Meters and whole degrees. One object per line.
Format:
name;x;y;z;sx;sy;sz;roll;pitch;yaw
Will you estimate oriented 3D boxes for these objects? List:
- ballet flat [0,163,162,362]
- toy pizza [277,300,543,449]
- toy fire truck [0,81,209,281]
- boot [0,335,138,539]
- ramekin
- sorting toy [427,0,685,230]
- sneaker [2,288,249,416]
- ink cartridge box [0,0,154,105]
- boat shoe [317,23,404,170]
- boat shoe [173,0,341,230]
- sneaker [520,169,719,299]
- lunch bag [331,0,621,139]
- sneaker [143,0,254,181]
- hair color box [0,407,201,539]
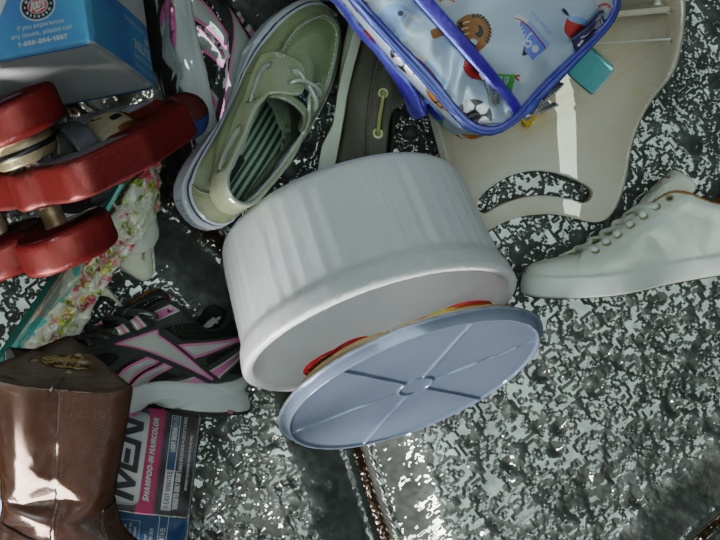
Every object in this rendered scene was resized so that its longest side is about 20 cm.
ballet flat;-0.189;0.005;1.225;0.064;0.076;0.200;32;98;-15
toy pizza;0.034;0.069;1.193;0.199;0.200;0.032;-20;67;-5
toy fire truck;-0.191;-0.077;1.123;0.168;0.200;0.113;-33;107;-36
boot;-0.157;0.145;1.115;0.185;0.064;0.201;4;111;-7
ramekin;0.000;0.000;1.176;0.200;0.201;0.098;-17;71;-5
sorting toy;0.127;-0.117;1.240;0.199;0.107;0.181;-6;104;-14
sneaker;-0.164;0.055;1.193;0.199;0.080;0.087;3;94;-45
ink cartridge box;-0.238;-0.222;1.143;0.146;0.146;0.201;-9;83;9
boat shoe;0.012;-0.131;1.215;0.060;0.072;0.203;13;113;0
boat shoe;-0.056;-0.108;1.160;0.072;0.062;0.201;44;58;-30
sneaker;0.207;-0.028;1.261;0.199;0.073;0.085;-11;95;-17
lunch bag;0.067;-0.188;1.118;0.160;0.076;0.200;-43;98;-9
sneaker;-0.106;-0.158;1.224;0.086;0.080;0.201;-9;94;-26
hair color box;-0.218;0.145;1.202;0.199;0.100;0.061;7;134;-6
